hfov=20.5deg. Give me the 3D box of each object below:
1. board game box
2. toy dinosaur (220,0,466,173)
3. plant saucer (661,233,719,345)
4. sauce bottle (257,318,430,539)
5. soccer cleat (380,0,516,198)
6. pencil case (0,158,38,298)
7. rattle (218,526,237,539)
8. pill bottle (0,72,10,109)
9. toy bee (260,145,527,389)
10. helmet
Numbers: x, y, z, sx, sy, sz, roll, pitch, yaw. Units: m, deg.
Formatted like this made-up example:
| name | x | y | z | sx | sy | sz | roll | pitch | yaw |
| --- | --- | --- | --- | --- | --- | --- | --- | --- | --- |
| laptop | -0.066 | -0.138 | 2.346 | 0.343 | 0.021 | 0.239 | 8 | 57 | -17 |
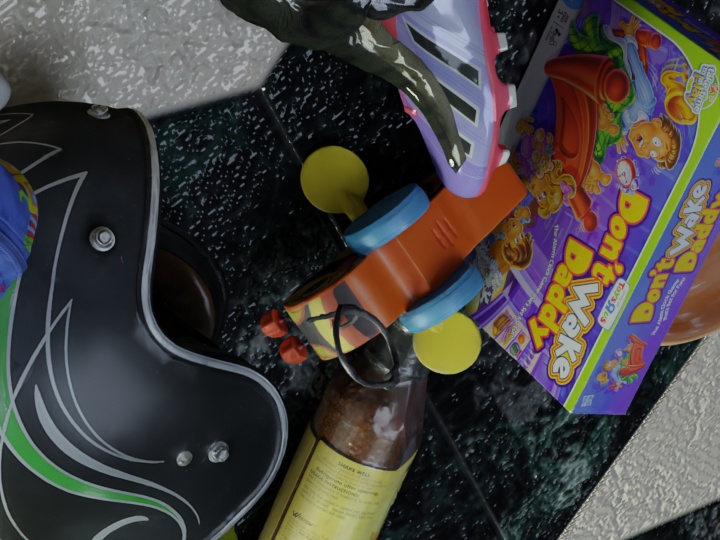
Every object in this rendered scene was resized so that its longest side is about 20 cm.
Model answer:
| name | x | y | z | sx | sy | sz | roll | pitch | yaw |
| --- | --- | --- | --- | --- | --- | --- | --- | --- | --- |
| board game box | 0.128 | -0.044 | 1.061 | 0.045 | 0.134 | 0.201 | 4 | 118 | -41 |
| toy dinosaur | -0.010 | -0.128 | 0.910 | 0.200 | 0.048 | 0.088 | 30 | 119 | -20 |
| plant saucer | 0.211 | -0.047 | 1.198 | 0.200 | 0.037 | 0.201 | -20 | 132 | -25 |
| sauce bottle | 0.000 | 0.100 | 1.122 | 0.066 | 0.066 | 0.201 | 4 | 121 | -40 |
| soccer cleat | 0.030 | -0.127 | 0.962 | 0.076 | 0.067 | 0.201 | -9 | 118 | -8 |
| pencil case | -0.170 | -0.042 | 0.658 | 0.078 | 0.087 | 0.200 | -58 | 159 | -13 |
| rattle | -0.166 | 0.180 | 1.032 | 0.200 | 0.130 | 0.143 | -38 | -178 | -30 |
| pill bottle | -0.244 | -0.043 | 0.780 | 0.200 | 0.112 | 0.112 | -43 | 138 | -2 |
| toy bee | 0.000 | 0.000 | 1.021 | 0.109 | 0.131 | 0.200 | -25 | 173 | 39 |
| helmet | -0.139 | 0.029 | 0.868 | 0.200 | 0.200 | 0.191 | -44 | 120 | -1 |
